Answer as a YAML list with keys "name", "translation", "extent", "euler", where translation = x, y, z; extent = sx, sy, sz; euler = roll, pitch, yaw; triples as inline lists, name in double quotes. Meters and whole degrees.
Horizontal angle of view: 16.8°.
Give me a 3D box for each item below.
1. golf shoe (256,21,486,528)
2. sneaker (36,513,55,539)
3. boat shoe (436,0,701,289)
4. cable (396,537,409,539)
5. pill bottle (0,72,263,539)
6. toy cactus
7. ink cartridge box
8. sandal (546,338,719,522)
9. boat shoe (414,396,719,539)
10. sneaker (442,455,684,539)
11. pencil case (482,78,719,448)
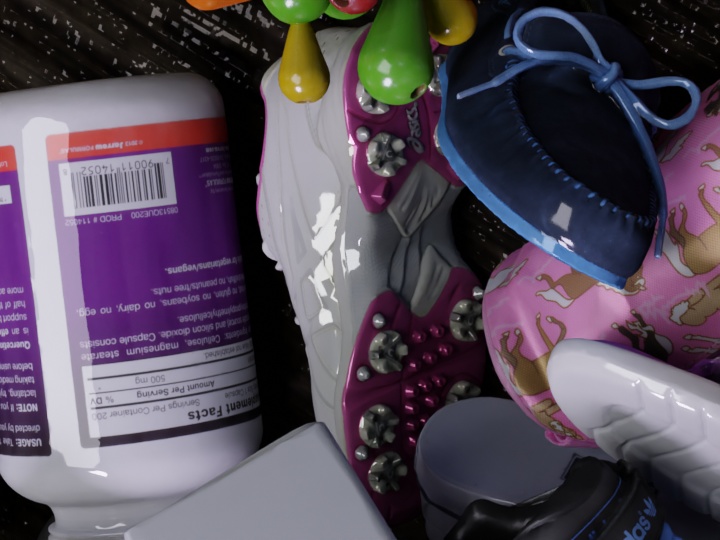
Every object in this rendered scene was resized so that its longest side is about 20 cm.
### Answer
- name: "golf shoe"
  translation: [0.000, 0.000, 0.968]
  extent: [0.091, 0.075, 0.201]
  euler: [8, 99, 50]
- name: "sneaker"
  translation: [-0.173, 0.172, 1.103]
  extent: [0.088, 0.074, 0.200]
  euler: [37, 116, 24]
- name: "boat shoe"
  translation: [0.066, -0.063, 0.841]
  extent: [0.069, 0.084, 0.200]
  euler: [-52, 24, 17]
- name: "cable"
  translation: [-0.012, 0.189, 1.006]
  extent: [0.200, 0.051, 0.164]
  euler: [-20, 85, 35]
- name: "pill bottle"
  translation: [-0.101, 0.022, 1.008]
  extent: [0.112, 0.112, 0.201]
  euler: [-4, 95, 36]
- name: "toy cactus"
  translation: [0.007, -0.159, 0.868]
  extent: [0.102, 0.200, 0.165]
  euler: [17, 136, -11]
- name: "ink cartridge box"
  translation: [0.006, 0.174, 0.852]
  extent: [0.083, 0.146, 0.200]
  euler: [-29, 64, -9]
- name: "sandal"
  translation: [0.160, 0.065, 0.839]
  extent: [0.202, 0.050, 0.082]
  euler: [25, 154, 0]
- name: "boat shoe"
  translation: [0.112, 0.108, 0.904]
  extent: [0.200, 0.074, 0.065]
  euler: [24, 136, 27]
- name: "sneaker"
  translation: [0.105, 0.117, 0.805]
  extent: [0.200, 0.077, 0.111]
  euler: [-3, 124, 47]
- name: "pencil case"
  translation: [0.132, -0.015, 0.858]
  extent: [0.083, 0.087, 0.200]
  euler: [41, 124, -15]
